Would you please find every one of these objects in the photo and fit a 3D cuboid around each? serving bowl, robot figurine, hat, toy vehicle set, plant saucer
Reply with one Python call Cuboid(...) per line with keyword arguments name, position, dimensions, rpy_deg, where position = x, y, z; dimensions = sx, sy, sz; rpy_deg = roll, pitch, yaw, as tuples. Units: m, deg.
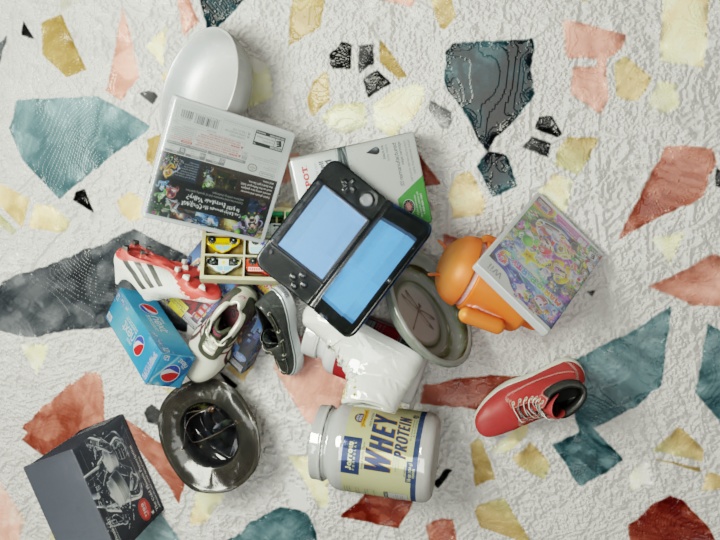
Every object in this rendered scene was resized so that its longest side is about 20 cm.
Cuboid(name="serving bowl", position=(-0.237, -0.282, 1.296), dimensions=(0.199, 0.066, 0.201), rpy_deg=(-13, 70, 40))
Cuboid(name="robot figurine", position=(0.201, 0.018, 1.249), dimensions=(0.199, 0.117, 0.144), rpy_deg=(24, 92, -4))
Cuboid(name="hat", position=(-0.254, 0.283, 1.417), dimensions=(0.199, 0.081, 0.202), rpy_deg=(0, 91, 12))
Cuboid(name="toy vehicle set", position=(-0.156, -0.040, 1.307), dimensions=(0.199, 0.027, 0.125), rpy_deg=(1, 73, -9))
Cuboid(name="plant saucer", position=(0.094, 0.063, 1.251), dimensions=(0.050, 0.200, 0.201), rpy_deg=(-32, 92, 32))

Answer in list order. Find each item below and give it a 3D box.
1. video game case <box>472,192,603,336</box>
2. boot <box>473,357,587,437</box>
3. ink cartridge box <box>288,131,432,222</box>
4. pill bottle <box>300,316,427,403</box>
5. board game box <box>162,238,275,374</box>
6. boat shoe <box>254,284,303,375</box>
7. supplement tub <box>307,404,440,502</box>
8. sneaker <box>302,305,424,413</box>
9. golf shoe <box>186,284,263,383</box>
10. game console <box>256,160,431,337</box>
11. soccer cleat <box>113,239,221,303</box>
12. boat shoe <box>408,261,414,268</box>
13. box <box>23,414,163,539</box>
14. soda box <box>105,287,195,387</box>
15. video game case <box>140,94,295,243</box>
Cuboid(name="video game case", position=(0.270, -0.014, 1.210), dimensions=(0.143, 0.200, 0.018), rpy_deg=(44, 144, 1))
Cuboid(name="boot", position=(0.260, 0.215, 1.262), dimensions=(0.200, 0.144, 0.073), rpy_deg=(-34, 93, 16))
Cuboid(name="ink cartridge box", position=(-0.003, -0.124, 1.265), dimensions=(0.199, 0.083, 0.147), rpy_deg=(-14, 97, -4))
Cuboid(name="pill bottle", position=(0.009, 0.131, 1.317), dimensions=(0.199, 0.112, 0.113), rpy_deg=(21, 103, 8))
Cuboid(name="board game box", position=(-0.205, 0.033, 1.372), dimensions=(0.200, 0.062, 0.200), rpy_deg=(43, 104, 2))
Cuboid(name="boat shoe", position=(-0.138, 0.106, 1.326), dimensions=(0.069, 0.056, 0.201), rpy_deg=(39, 147, 35))
Cuboid(name="supplement tub", position=(0.025, 0.293, 1.323), dimensions=(0.199, 0.145, 0.146), rpy_deg=(6, 100, 11))
Cuboid(name="sneaker", position=(-0.017, 0.139, 1.218), dimensions=(0.199, 0.074, 0.116), rpy_deg=(26, 73, 8))
Cuboid(name="golf shoe", position=(-0.237, 0.105, 1.315), dimensions=(0.077, 0.088, 0.200), rpy_deg=(35, 106, 3))
Cuboid(name="game console", position=(-0.028, -0.036, 1.166), dimensions=(0.170, 0.118, 0.200), rpy_deg=(38, 87, -9))
Cuboid(name="soccer cleat", position=(-0.319, 0.020, 1.334), dimensions=(0.199, 0.069, 0.086), rpy_deg=(23, 114, 10))
Cuboid(name="boat shoe", position=(0.000, 0.000, 1.284), dimensions=(0.200, 0.072, 0.066), rpy_deg=(-8, 96, -20))
Cuboid(name="box", position=(-0.462, 0.386, 1.423), dimensions=(0.104, 0.182, 0.201), rpy_deg=(-21, 95, 14))
Cuboid(name="soda box", position=(-0.355, 0.111, 1.358), dimensions=(0.200, 0.068, 0.064), rpy_deg=(44, 110, 42))
Cuboid(name="video game case", position=(-0.212, -0.148, 1.222), dimensions=(0.199, 0.023, 0.183), rpy_deg=(12, 100, -32))
